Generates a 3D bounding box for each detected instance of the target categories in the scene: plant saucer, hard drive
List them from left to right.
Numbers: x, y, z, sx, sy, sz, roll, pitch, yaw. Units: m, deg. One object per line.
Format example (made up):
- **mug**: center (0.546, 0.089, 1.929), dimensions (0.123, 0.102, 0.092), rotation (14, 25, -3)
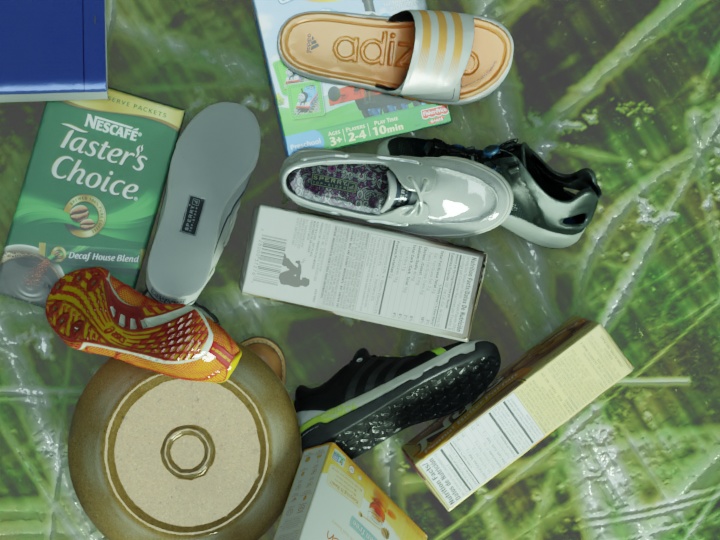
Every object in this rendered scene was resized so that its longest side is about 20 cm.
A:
- **hard drive**: center (-0.317, -0.206, 1.689), dimensions (0.198, 0.025, 0.133), rotation (-2, 67, -5)
- **plant saucer**: center (-0.146, 0.151, 1.665), dimensions (0.198, 0.035, 0.202), rotation (0, 90, -9)

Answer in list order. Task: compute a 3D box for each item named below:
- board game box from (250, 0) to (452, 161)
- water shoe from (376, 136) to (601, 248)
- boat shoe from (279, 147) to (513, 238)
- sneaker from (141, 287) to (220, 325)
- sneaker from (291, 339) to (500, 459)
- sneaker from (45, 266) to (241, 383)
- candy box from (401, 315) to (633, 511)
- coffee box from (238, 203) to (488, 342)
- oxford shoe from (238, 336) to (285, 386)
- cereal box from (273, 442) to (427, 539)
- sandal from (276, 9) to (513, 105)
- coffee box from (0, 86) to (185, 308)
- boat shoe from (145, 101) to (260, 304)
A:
- **board game box**: center (-0.014, -0.210, 1.733), dimensions (0.150, 0.037, 0.202), rotation (-13, 92, -4)
- **water shoe**: center (0.113, -0.088, 1.721), dimensions (0.199, 0.072, 0.079), rotation (19, 128, -13)
- **boat shoe**: center (0.029, -0.068, 1.659), dimensions (0.198, 0.069, 0.073), rotation (14, 100, 2)
- **sneaker**: center (-0.177, 0.117, 1.707), dimensions (0.079, 0.074, 0.202), rotation (16, 90, 7)
- **sneaker**: center (0.022, 0.093, 1.718), dimensions (0.199, 0.072, 0.083), rotation (-25, 55, 7)
- **sneaker**: center (-0.185, 0.053, 1.634), dimensions (0.199, 0.077, 0.073), rotation (22, 75, 38)
- **candy box**: center (0.133, 0.121, 1.718), dimensions (0.199, 0.115, 0.055), rotation (-38, 94, -3)
- **coffee box**: center (0.000, 0.000, 1.705), dimensions (0.198, 0.113, 0.081), rotation (12, 91, -6)
- **oxford shoe**: center (-0.121, 0.151, 1.722), dimensions (0.071, 0.071, 0.201), rotation (27, 88, -4)
- **cereal box**: center (-0.019, 0.266, 1.661), dimensions (0.144, 0.039, 0.201), rotation (46, 43, -30)
- **sandal**: center (0.032, -0.184, 1.690), dimensions (0.205, 0.059, 0.080), rotation (2, 92, -6)
- **coffee box**: center (-0.235, -0.061, 1.716), dimensions (0.122, 0.044, 0.202), rotation (18, 90, -4)
- **boat shoe**: center (-0.137, -0.050, 1.705), dimensions (0.071, 0.066, 0.201), rotation (15, 63, -6)
